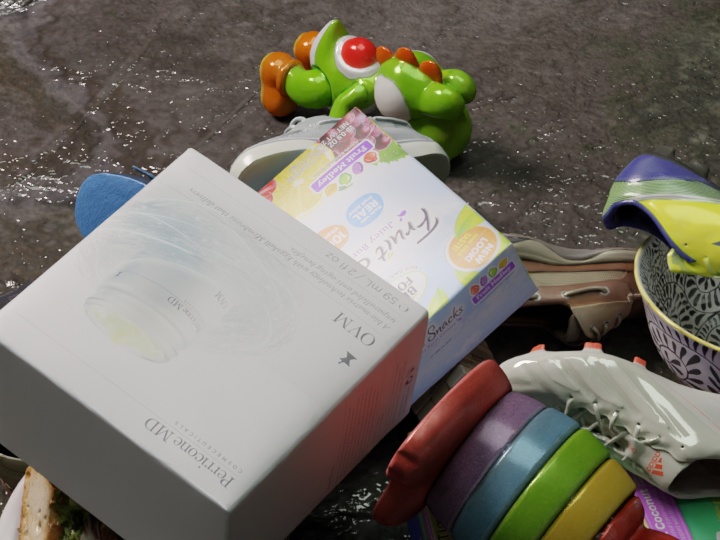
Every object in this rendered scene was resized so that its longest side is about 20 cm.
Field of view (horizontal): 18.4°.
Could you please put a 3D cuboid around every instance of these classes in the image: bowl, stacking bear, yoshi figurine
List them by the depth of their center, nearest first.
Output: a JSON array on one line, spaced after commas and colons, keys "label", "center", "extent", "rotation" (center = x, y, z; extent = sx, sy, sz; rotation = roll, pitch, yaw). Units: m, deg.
[{"label": "stacking bear", "center": [0.122, 0.156, 1.339], "extent": [0.200, 0.121, 0.114], "rotation": [38, 66, 12]}, {"label": "bowl", "center": [0.291, 0.048, 1.613], "extent": [0.200, 0.094, 0.201], "rotation": [4, 33, -3]}, {"label": "yoshi figurine", "center": [0.017, -0.140, 1.880], "extent": [0.200, 0.113, 0.112], "rotation": [15, -4, 39]}]

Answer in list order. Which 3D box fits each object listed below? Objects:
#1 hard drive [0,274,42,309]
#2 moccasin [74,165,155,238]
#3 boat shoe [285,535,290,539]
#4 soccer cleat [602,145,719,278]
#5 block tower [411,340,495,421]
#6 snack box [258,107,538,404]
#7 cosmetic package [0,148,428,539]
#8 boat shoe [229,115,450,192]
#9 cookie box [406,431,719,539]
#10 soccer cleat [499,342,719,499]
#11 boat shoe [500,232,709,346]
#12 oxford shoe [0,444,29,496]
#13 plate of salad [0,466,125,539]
[{"label": "hard drive", "center": [-0.229, 0.048, 1.568], "extent": [0.140, 0.038, 0.200], "rotation": [-28, 16, -23]}, {"label": "moccasin", "center": [-0.113, -0.013, 1.566], "extent": [0.200, 0.081, 0.068], "rotation": [27, 17, 28]}, {"label": "boat shoe", "center": [-0.076, 0.153, 1.473], "extent": [0.074, 0.073, 0.200], "rotation": [13, 48, 13]}, {"label": "soccer cleat", "center": [0.264, -0.016, 1.584], "extent": [0.200, 0.065, 0.084], "rotation": [30, 69, 26]}, {"label": "block tower", "center": [0.046, 0.041, 1.627], "extent": [0.058, 0.054, 0.200], "rotation": [24, 25, -40]}, {"label": "snack box", "center": [0.000, 0.000, 1.585], "extent": [0.169, 0.068, 0.200], "rotation": [-42, 50, -6]}, {"label": "cosmetic package", "center": [-0.099, 0.064, 1.392], "extent": [0.199, 0.123, 0.200], "rotation": [34, 57, 18]}, {"label": "boat shoe", "center": [-0.026, -0.083, 1.707], "extent": [0.201, 0.070, 0.072], "rotation": [-5, 38, -38]}, {"label": "cookie box", "center": [0.139, 0.178, 1.435], "extent": [0.200, 0.075, 0.171], "rotation": [-7, 51, -9]}, {"label": "soccer cleat", "center": [0.179, 0.101, 1.412], "extent": [0.200, 0.069, 0.078], "rotation": [13, 52, 3]}, {"label": "boat shoe", "center": [0.166, 0.024, 1.677], "extent": [0.200, 0.076, 0.072], "rotation": [6, 67, -8]}, {"label": "oxford shoe", "center": [-0.156, 0.102, 1.508], "extent": [0.200, 0.074, 0.071], "rotation": [-25, 65, -3]}, {"label": "plate of salad", "center": [-0.148, 0.176, 1.416], "extent": [0.200, 0.048, 0.200], "rotation": [-7, 61, 13]}]
